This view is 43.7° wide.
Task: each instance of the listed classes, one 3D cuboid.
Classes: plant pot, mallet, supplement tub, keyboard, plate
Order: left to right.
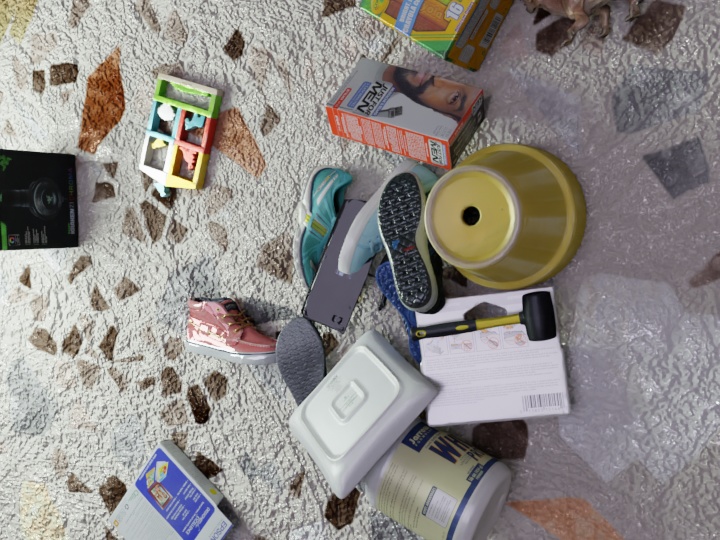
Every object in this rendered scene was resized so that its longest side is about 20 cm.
[{"bbox_3d":[-0.010,0.192,1.281,0.200,0.032,0.200,-49,35,0],"label":"plate"},{"bbox_3d":[0.000,0.000,1.351,0.126,0.021,0.201,23,99,4],"label":"keyboard"},{"bbox_3d":[0.097,0.298,1.271,0.199,0.145,0.146,26,104,24],"label":"supplement tub"},{"bbox_3d":[0.167,0.082,1.213,0.199,0.041,0.066,-17,89,18],"label":"mallet"},{"bbox_3d":[0.178,-0.071,1.183,0.200,0.189,0.202,1,93,28],"label":"plant pot"}]

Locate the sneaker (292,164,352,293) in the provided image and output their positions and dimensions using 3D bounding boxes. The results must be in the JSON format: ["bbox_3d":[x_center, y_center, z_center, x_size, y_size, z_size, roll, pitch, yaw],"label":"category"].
[{"bbox_3d":[-0.056,-0.060,1.372,0.079,0.077,0.201,9,97,18],"label":"sneaker"}]

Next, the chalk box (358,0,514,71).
[{"bbox_3d":[0.091,-0.383,1.245,0.200,0.124,0.125,35,107,21],"label":"chalk box"}]

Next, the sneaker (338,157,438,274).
[{"bbox_3d":[0.047,-0.068,1.283,0.082,0.074,0.200,32,80,18],"label":"sneaker"}]

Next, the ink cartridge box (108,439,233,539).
[{"bbox_3d":[-0.323,0.432,1.556,0.200,0.047,0.198,42,109,18],"label":"ink cartridge box"}]

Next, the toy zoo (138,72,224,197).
[{"bbox_3d":[-0.309,-0.222,1.521,0.131,0.020,0.201,19,102,25],"label":"toy zoo"}]

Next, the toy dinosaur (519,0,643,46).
[{"bbox_3d":[0.297,-0.377,1.158,0.199,0.086,0.136,-27,82,26],"label":"toy dinosaur"}]

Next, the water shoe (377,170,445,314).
[{"bbox_3d":[0.072,-0.036,1.236,0.071,0.079,0.201,-12,73,22],"label":"water shoe"}]

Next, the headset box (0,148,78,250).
[{"bbox_3d":[-0.606,-0.123,1.581,0.092,0.200,0.175,0,92,28],"label":"headset box"}]

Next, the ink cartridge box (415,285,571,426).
[{"bbox_3d":[0.183,0.120,1.247,0.199,0.045,0.178,-7,89,14],"label":"ink cartridge box"}]

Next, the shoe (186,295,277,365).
[{"bbox_3d":[-0.204,0.094,1.456,0.199,0.071,0.092,6,101,32],"label":"shoe"}]

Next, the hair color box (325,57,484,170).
[{"bbox_3d":[0.064,-0.226,1.274,0.199,0.064,0.111,21,60,24],"label":"hair color box"}]

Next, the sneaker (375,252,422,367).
[{"bbox_3d":[0.091,0.059,1.309,0.070,0.078,0.201,-22,104,23],"label":"sneaker"}]

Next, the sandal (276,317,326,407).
[{"bbox_3d":[-0.080,0.171,1.402,0.076,0.043,0.201,-13,97,7],"label":"sandal"}]
